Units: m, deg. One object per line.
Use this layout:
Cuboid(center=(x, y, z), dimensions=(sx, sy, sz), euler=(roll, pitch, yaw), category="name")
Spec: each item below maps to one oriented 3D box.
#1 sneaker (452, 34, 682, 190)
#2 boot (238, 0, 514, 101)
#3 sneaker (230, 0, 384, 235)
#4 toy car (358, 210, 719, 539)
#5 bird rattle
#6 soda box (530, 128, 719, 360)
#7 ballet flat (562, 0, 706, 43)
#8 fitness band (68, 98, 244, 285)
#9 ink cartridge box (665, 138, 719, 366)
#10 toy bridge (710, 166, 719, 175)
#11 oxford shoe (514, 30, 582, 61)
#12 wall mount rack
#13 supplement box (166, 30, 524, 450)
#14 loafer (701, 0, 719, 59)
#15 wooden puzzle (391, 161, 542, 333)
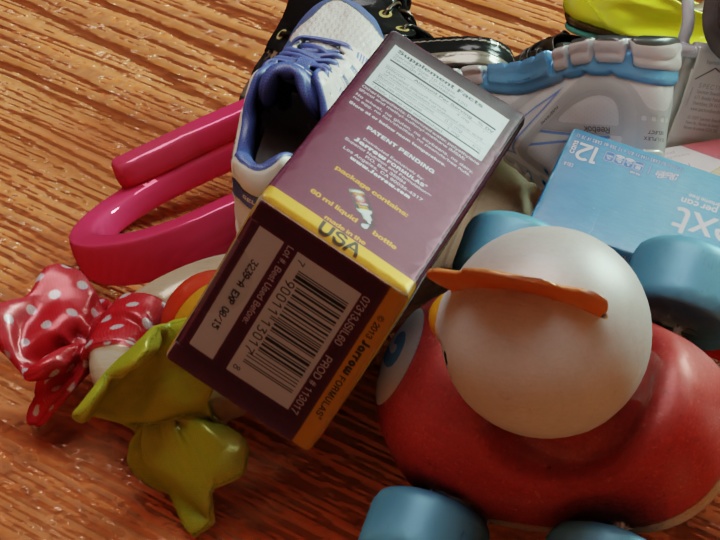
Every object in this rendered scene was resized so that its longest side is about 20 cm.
Cuboid(center=(0.097, -0.071, 1.532), dimensions=(0.075, 0.087, 0.200), euler=(1, -5, -30), category="sneaker")
Cuboid(center=(0.020, -0.164, 1.765), dimensions=(0.199, 0.073, 0.151), euler=(-7, 60, 41), category="boot")
Cuboid(center=(-0.024, -0.094, 1.580), dimensions=(0.075, 0.088, 0.201), euler=(1, 47, 12), category="sneaker")
Cuboid(center=(0.073, 0.036, 1.296), dimensions=(0.176, 0.200, 0.185), euler=(9, 65, 25), category="toy car")
Cuboid(center=(-0.094, 0.047, 1.478), dimensions=(0.163, 0.113, 0.200), euler=(-27, 23, -15), category="bird rattle")
Cuboid(center=(0.186, 0.001, 1.431), dimensions=(0.199, 0.064, 0.068), euler=(19, 54, 13), category="soda box")
Cuboid(center=(0.220, -0.154, 1.740), dimensions=(0.199, 0.067, 0.067), euler=(15, 12, -16), category="ballet flat")
Cuboid(center=(-0.078, -0.051, 1.670), dimensions=(0.199, 0.038, 0.144), euler=(-26, 26, -8), category="fitness band")
Cuboid(center=(0.209, 0.000, 1.540), dimensions=(0.116, 0.068, 0.200), euler=(-11, 30, -9), category="ink cartridge box")
Cuboid(center=(0.186, -0.034, 1.508), dimensions=(0.200, 0.027, 0.067), euler=(21, 39, 41), category="toy bridge")
Cuboid(center=(0.113, -0.114, 1.748), dimensions=(0.199, 0.085, 0.073), euler=(13, 37, 33), category="oxford shoe")
Cuboid(center=(0.219, -0.133, 1.639), dimensions=(0.199, 0.174, 0.075), euler=(5, 26, -29), category="wall mount rack")
Cuboid(center=(-0.004, -0.019, 1.394), dimensions=(0.085, 0.111, 0.200), euler=(34, 33, 1), category="supplement box")
Cuboid(center=(0.284, -0.109, 1.594), dimensions=(0.199, 0.073, 0.071), euler=(23, -16, -25), category="loafer")
Cuboid(center=(0.000, 0.000, 1.575), dimensions=(0.199, 0.037, 0.185), euler=(-12, 25, 21), category="wooden puzzle")
